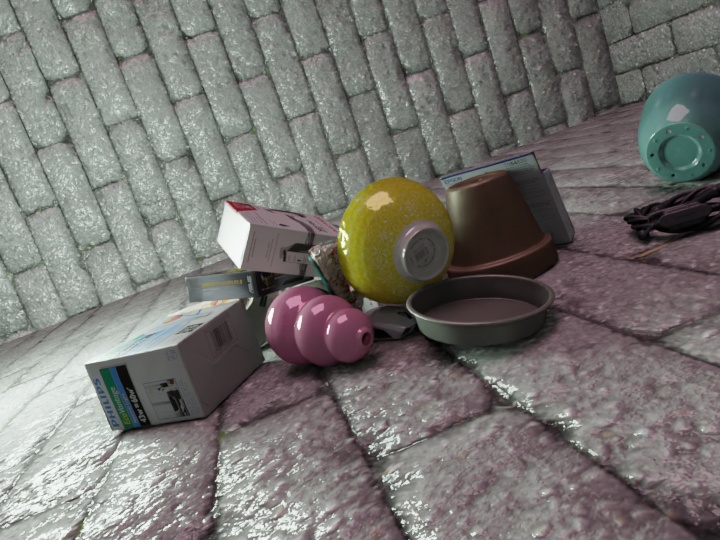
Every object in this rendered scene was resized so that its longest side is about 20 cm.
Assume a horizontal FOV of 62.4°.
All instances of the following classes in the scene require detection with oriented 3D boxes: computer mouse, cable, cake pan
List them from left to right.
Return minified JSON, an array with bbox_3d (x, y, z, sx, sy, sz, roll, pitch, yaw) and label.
[{"bbox_3d":[0.059,0.078,0.940,0.198,0.044,0.109,-10,16,41],"label":"computer mouse"},{"bbox_3d":[0.162,0.051,0.811,0.198,0.037,0.200,-7,16,2],"label":"cake pan"},{"bbox_3d":[0.539,-0.099,0.965,0.198,0.051,0.163,-20,6,16],"label":"cable"}]

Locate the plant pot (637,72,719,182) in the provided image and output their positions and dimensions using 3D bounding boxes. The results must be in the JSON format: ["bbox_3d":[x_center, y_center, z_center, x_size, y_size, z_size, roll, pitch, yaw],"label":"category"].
[{"bbox_3d":[0.660,-0.272,1.204,0.199,0.202,0.161,-9,29,43],"label":"plant pot"}]

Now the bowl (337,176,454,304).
[{"bbox_3d":[0.073,-0.035,0.904,0.198,0.202,0.107,-24,22,-20],"label":"bowl"}]

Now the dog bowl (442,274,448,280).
[{"bbox_3d":[0.110,-0.011,1.239,0.198,0.059,0.200,-18,11,4],"label":"dog bowl"}]

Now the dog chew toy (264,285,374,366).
[{"bbox_3d":[-0.058,0.091,0.911,0.124,0.126,0.199,-28,22,-37],"label":"dog chew toy"}]

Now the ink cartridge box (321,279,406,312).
[{"bbox_3d":[0.000,0.000,1.139,0.085,0.148,0.199,-18,10,-31],"label":"ink cartridge box"}]

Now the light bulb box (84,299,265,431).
[{"bbox_3d":[-0.303,0.154,0.995,0.198,0.126,0.198,-13,13,23],"label":"light bulb box"}]

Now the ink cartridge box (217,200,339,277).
[{"bbox_3d":[-0.137,-0.055,1.069,0.198,0.084,0.147,6,18,-33],"label":"ink cartridge box"}]

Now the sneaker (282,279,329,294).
[{"bbox_3d":[-0.122,0.082,1.189,0.200,0.075,0.085,-29,34,56],"label":"sneaker"}]

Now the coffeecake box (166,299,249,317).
[{"bbox_3d":[-0.359,0.119,1.395,0.198,0.074,0.154,-21,12,-4],"label":"coffeecake box"}]

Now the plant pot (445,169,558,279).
[{"bbox_3d":[0.230,-0.078,1.052,0.198,0.177,0.200,-18,11,3],"label":"plant pot"}]

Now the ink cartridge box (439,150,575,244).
[{"bbox_3d":[0.277,-0.125,1.127,0.198,0.201,0.041,-9,34,39],"label":"ink cartridge box"}]

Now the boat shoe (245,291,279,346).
[{"bbox_3d":[-0.212,0.110,1.230,0.074,0.093,0.201,17,38,-3],"label":"boat shoe"}]

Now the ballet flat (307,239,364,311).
[{"bbox_3d":[-0.025,0.027,0.981,0.064,0.201,0.076,-32,47,-9],"label":"ballet flat"}]

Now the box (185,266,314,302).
[{"bbox_3d":[-0.203,0.015,1.123,0.157,0.049,0.200,-5,5,26],"label":"box"}]
